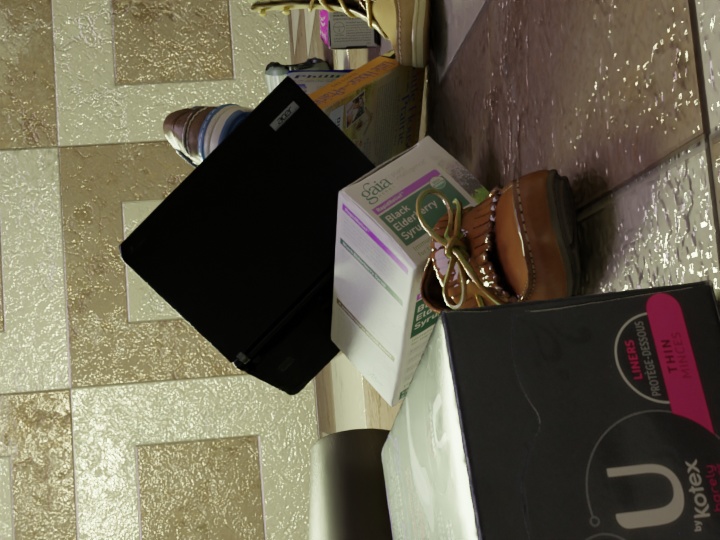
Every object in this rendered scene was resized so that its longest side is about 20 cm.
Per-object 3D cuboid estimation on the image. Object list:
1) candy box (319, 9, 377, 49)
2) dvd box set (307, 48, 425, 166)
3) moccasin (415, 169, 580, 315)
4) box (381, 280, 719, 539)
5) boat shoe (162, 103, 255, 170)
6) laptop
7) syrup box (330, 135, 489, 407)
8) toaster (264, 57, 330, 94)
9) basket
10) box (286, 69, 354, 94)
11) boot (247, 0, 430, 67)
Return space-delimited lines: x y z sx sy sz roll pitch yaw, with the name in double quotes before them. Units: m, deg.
"candy box" -0.019 -0.365 1.274 0.136 0.061 0.201 -111 19 -73
"dvd box set" -0.007 -0.093 0.910 0.200 0.029 0.147 -40 -38 -50
"moccasin" 0.068 -0.008 0.592 0.201 0.077 0.074 138 128 -82
"box" 0.076 0.101 0.448 0.200 0.105 0.123 101 162 -66
"boat shoe" -0.083 -0.095 0.875 0.200 0.072 0.073 29 -98 -65
"laptop" -0.052 -0.015 0.838 0.103 0.177 0.200 46 -179 23
"syrup box" 0.035 0.007 0.783 0.081 0.079 0.200 46 155 22
"toaster" -0.104 -0.298 1.901 0.200 0.113 0.130 -124 27 -74
"basket" 0.006 0.280 1.149 0.181 0.135 0.201 104 165 -59
"box" -0.036 -0.132 1.318 0.200 0.104 0.185 -94 3 -68
"boot" -0.022 -0.236 0.929 0.073 0.155 0.201 92 172 -46
